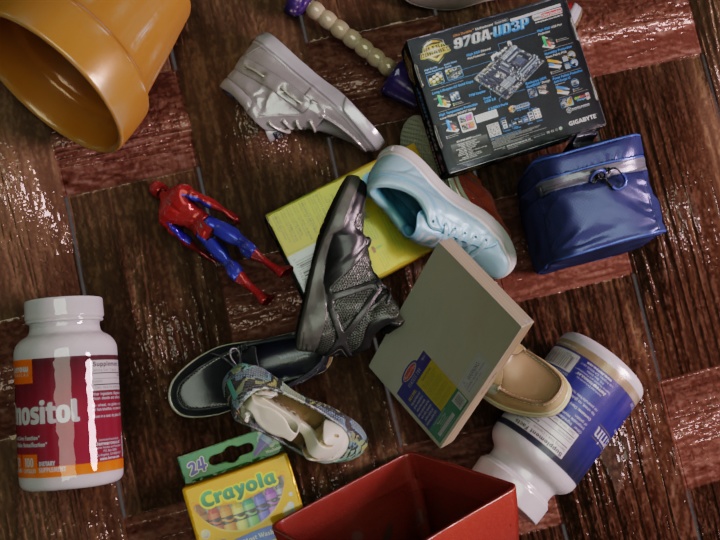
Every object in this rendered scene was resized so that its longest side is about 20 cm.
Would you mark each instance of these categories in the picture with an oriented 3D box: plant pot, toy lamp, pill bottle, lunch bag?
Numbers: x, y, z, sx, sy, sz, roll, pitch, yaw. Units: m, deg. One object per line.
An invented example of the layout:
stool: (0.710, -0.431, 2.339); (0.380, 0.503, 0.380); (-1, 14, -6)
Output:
plant pot: (0.053, 0.329, 1.051); (0.198, 0.199, 0.179); (-22, 102, -29)
plant pot: (-0.290, -0.267, 1.103); (0.199, 0.200, 0.184); (35, 67, -1)
toy lamp: (0.000, -0.269, 1.192); (0.199, 0.058, 0.058); (38, 82, 2)
pill bottle: (0.222, 0.181, 1.136); (0.115, 0.116, 0.201); (39, 82, -1)
lunch bag: (0.253, -0.082, 1.124); (0.134, 0.200, 0.134); (-14, 83, -2)
pill bottle: (-0.320, 0.133, 1.086); (0.111, 0.113, 0.203); (-4, 84, -6)

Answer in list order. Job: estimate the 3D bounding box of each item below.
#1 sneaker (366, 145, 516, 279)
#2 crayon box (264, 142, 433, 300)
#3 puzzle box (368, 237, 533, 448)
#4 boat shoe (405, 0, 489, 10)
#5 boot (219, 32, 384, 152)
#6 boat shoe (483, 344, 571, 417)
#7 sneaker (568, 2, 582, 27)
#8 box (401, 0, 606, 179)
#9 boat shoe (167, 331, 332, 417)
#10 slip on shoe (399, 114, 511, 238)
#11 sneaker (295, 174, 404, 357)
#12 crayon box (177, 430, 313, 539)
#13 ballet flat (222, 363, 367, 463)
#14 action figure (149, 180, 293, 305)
sneaker: (0.083, -0.046, 1.100); (0.199, 0.074, 0.082); (38, 49, -4)
crayon box: (0.002, -0.049, 1.169); (0.198, 0.051, 0.128); (-26, 87, -7)
puzzle box: (0.093, 0.082, 1.090); (0.025, 0.201, 0.133); (-17, 55, -44)
boat shoe: (0.140, -0.364, 1.215); (0.197, 0.067, 0.058); (-8, 69, -11)
boot: (-0.072, -0.184, 1.173); (0.200, 0.074, 0.096); (41, 88, 8)
boat shoe: (0.142, 0.099, 1.111); (0.198, 0.067, 0.074); (24, 71, 33)
sneaker: (0.172, -0.275, 1.201); (0.112, 0.071, 0.200); (42, 84, -3)
box: (0.164, -0.209, 1.137); (0.197, 0.046, 0.161); (-18, 87, -7)
boat shoe: (-0.126, 0.115, 1.134); (0.197, 0.062, 0.076); (-17, 88, -6)
slip on shoe: (0.112, -0.097, 1.185); (0.061, 0.074, 0.201); (-25, 79, -42)
sneaker: (0.000, 0.000, 1.103); (0.113, 0.076, 0.202); (12, 85, -8)
crayon box: (-0.122, 0.290, 1.121); (0.124, 0.052, 0.203); (-18, 86, -8)
ballet flat: (-0.069, 0.175, 1.097); (0.199, 0.074, 0.075); (31, 81, -25)
action figure: (-0.169, -0.041, 1.143); (0.199, 0.052, 0.066); (38, 106, 11)
